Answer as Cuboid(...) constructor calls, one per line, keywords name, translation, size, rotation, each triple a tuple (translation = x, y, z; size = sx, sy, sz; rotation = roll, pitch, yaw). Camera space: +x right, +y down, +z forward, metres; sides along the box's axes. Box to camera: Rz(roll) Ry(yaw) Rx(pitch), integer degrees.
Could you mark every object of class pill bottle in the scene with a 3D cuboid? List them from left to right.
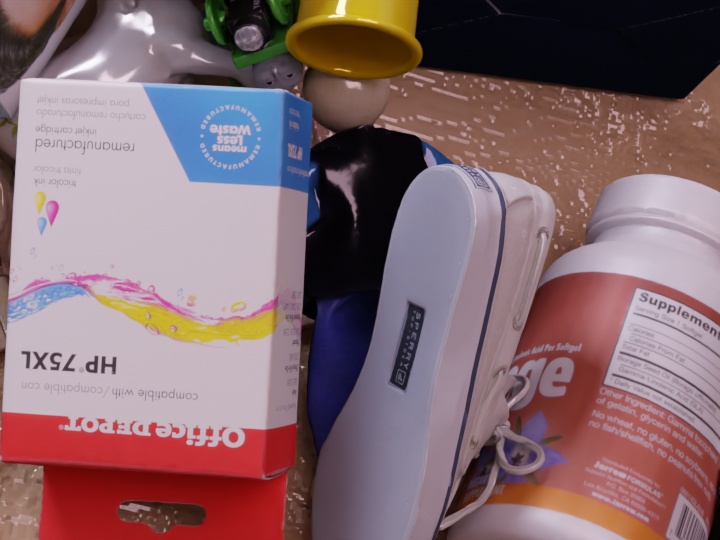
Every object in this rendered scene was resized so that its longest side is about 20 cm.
Cuboid(name="pill bottle", translation=(0.120, 0.061, 1.180), size=(0.112, 0.112, 0.201), rotation=(27, 62, -9))

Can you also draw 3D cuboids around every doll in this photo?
Cuboid(name="doll", translation=(0.000, 0.000, 1.151), size=(0.136, 0.048, 0.202), rotation=(-7, 96, -24))

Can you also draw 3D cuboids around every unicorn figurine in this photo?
Cuboid(name="unicorn figurine", translation=(-0.103, -0.085, 1.165), size=(0.200, 0.074, 0.138), rotation=(-37, 90, -32))

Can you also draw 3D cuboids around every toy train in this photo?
Cuboid(name="toy train", translation=(-0.042, -0.151, 1.192), size=(0.041, 0.057, 0.201), rotation=(-17, 37, 14))

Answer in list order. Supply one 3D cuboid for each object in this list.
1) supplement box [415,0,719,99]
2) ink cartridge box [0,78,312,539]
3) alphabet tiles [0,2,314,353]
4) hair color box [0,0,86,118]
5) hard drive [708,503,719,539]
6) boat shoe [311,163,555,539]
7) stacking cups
Cuboid(name="supplement box", translation=(0.093, -0.212, 1.263), size=(0.199, 0.134, 0.201), rotation=(6, 68, -18))
Cuboid(name="ink cartridge box", translation=(-0.086, 0.024, 1.084), size=(0.115, 0.067, 0.202), rotation=(2, 89, 9))
Cuboid(name="alphabet tiles", translation=(-0.119, -0.029, 1.182), size=(0.199, 0.008, 0.168), rotation=(-18, 77, -27))
Cuboid(name="hair color box", translation=(-0.145, -0.178, 1.132), size=(0.060, 0.099, 0.201), rotation=(14, 63, 31))
Cuboid(name="hard drive", translation=(0.181, 0.196, 1.196), size=(0.139, 0.033, 0.201), rotation=(29, 62, -9))
Cuboid(name="boat shoe", translation=(0.042, 0.055, 1.111), size=(0.086, 0.074, 0.203), rotation=(5, 103, -38))
Cuboid(name="stacking cups", translation=(0.011, -0.186, 1.132), size=(0.060, 0.060, 0.201), rotation=(15, 69, -15))
